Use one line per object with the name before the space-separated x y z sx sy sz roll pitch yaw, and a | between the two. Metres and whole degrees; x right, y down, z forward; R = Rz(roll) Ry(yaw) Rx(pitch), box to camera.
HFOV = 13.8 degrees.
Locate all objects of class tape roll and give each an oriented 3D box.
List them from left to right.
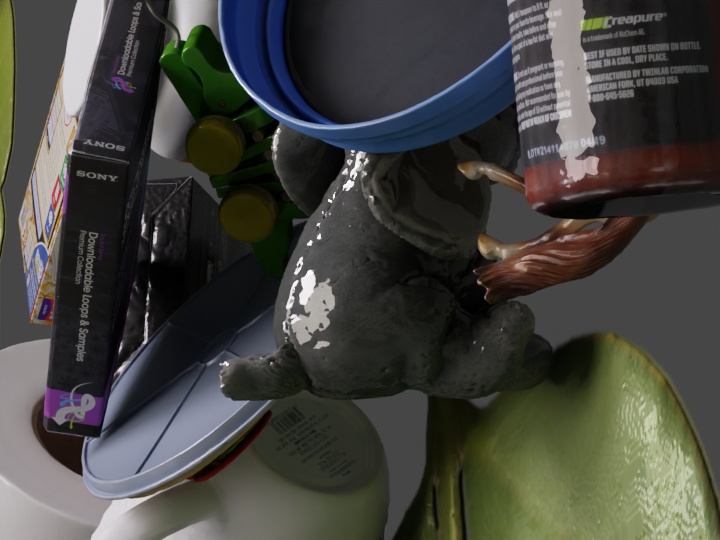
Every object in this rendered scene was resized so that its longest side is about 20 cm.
tape roll | -0.170 0.156 1.872 0.203 0.202 0.139 -108 32 -55

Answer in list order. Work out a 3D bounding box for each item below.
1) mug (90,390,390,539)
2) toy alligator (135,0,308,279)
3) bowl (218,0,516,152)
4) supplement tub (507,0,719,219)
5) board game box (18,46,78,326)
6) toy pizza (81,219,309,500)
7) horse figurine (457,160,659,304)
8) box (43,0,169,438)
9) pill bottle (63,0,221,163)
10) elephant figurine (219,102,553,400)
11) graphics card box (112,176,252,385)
mug | -0.080 0.151 1.616 0.148 0.200 0.176 51 131 24
toy alligator | -0.061 -0.084 1.503 0.059 0.054 0.200 -74 -36 -58
bowl | 0.028 -0.143 1.363 0.200 0.039 0.201 -19 52 26
supplement tub | 0.112 -0.126 1.235 0.107 0.107 0.201 163 103 -70
board game box | -0.232 -0.077 2.429 0.152 0.046 0.200 -105 30 -53
toy pizza | -0.065 0.050 1.554 0.200 0.032 0.200 -37 20 16
horse figurine | 0.106 -0.075 1.334 0.132 0.050 0.201 -8 65 38
box | -0.132 -0.032 1.548 0.143 0.036 0.200 -82 1 -46
pill bottle | -0.059 -0.110 1.656 0.113 0.199 0.113 -171 90 -72
elephant figurine | 0.025 -0.043 1.423 0.155 0.141 0.201 -12 -77 -67
graphics card box | -0.089 0.038 1.749 0.200 0.051 0.126 48 -139 -64
